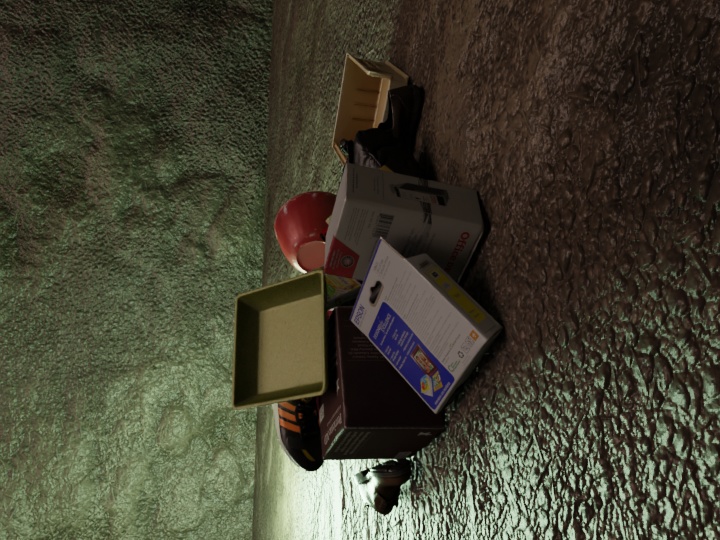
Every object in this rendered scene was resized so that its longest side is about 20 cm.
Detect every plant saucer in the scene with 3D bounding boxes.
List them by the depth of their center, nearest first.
[{"bbox_3d":[-0.123,0.120,1.108,0.197,0.048,0.203,-16,65,32],"label":"plant saucer"}]

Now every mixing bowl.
[{"bbox_3d":[-0.095,-0.062,1.504,0.109,0.196,0.202,-95,17,-48],"label":"mixing bowl"}]

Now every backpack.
[{"bbox_3d":[0.032,-0.128,1.187,0.168,0.125,0.201,59,149,31],"label":"backpack"}]

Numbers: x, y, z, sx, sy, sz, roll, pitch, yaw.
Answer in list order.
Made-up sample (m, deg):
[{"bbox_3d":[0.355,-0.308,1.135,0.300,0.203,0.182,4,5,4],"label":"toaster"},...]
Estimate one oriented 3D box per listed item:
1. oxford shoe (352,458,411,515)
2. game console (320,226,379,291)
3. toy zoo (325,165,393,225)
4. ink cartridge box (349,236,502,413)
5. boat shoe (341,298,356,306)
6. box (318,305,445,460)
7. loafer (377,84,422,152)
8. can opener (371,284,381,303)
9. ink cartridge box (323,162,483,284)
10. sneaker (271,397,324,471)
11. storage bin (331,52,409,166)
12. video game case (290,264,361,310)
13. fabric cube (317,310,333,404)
[{"bbox_3d":[0.049,0.374,1.166,0.200,0.072,0.086,122,132,-63],"label":"oxford shoe"},{"bbox_3d":[0.000,0.000,1.248,0.201,0.031,0.177,53,174,-7],"label":"game console"},{"bbox_3d":[0.040,-0.081,1.075,0.200,0.131,0.020,-38,7,49],"label":"toy zoo"},{"bbox_3d":[0.082,0.075,0.952,0.200,0.047,0.199,48,144,21],"label":"ink cartridge box"},{"bbox_3d":[-0.008,0.075,1.280,0.066,0.071,0.200,69,170,-22],"label":"boat shoe"},{"bbox_3d":[0.024,0.185,1.096,0.167,0.161,0.203,118,152,-55],"label":"box"},{"bbox_3d":[0.058,-0.246,1.249,0.073,0.070,0.203,-118,36,-62],"label":"loafer"},{"bbox_3d":[0.049,0.040,1.126,0.200,0.053,0.067,-46,1,35],"label":"can opener"},{"bbox_3d":[0.057,-0.055,0.966,0.084,0.196,0.148,-90,15,-45],"label":"ink cartridge box"},{"bbox_3d":[-0.102,0.235,1.135,0.090,0.069,0.203,-40,65,51],"label":"sneaker"},{"bbox_3d":[0.017,-0.316,1.373,0.199,0.092,0.203,-115,33,-60],"label":"storage bin"},{"bbox_3d":[-0.103,0.046,1.294,0.023,0.180,0.200,71,168,-19],"label":"video game case"},{"bbox_3d":[-0.060,0.204,1.334,0.196,0.196,0.204,-129,46,-66],"label":"fabric cube"}]
